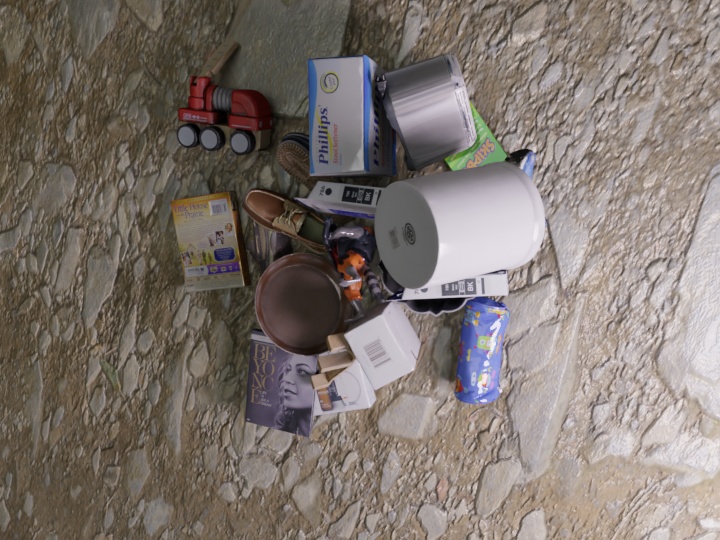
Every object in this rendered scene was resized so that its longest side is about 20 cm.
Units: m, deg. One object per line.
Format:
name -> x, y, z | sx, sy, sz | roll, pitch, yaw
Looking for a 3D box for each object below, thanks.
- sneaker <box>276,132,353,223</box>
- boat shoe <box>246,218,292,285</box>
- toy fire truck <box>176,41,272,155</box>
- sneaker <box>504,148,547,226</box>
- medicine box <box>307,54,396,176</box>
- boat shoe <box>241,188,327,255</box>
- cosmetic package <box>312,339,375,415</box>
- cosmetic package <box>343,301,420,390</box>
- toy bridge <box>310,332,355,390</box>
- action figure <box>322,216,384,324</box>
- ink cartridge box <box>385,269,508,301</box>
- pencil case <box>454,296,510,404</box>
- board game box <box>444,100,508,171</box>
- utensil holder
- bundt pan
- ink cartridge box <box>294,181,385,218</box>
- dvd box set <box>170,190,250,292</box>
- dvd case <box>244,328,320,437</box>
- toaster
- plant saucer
sneaker -> -0.081, -0.184, 1.053 | 0.070, 0.109, 0.200 | -37, 117, 15
boat shoe -> -0.185, -0.046, 1.101 | 0.073, 0.074, 0.201 | 1, 90, 26
toy fire truck -> -0.255, -0.339, 1.058 | 0.175, 0.129, 0.201 | 10, 111, 14
sneaker -> 0.279, -0.112, 0.953 | 0.089, 0.079, 0.201 | 0, 114, -9
medicine box -> -0.009, -0.255, 0.944 | 0.102, 0.200, 0.183 | 2, 99, 17
boat shoe -> -0.124, -0.097, 1.030 | 0.199, 0.074, 0.076 | 26, 80, -17
cosmetic package -> -0.083, 0.215, 1.115 | 0.199, 0.052, 0.152 | -13, 92, 18
cosmetic package -> 0.045, 0.125, 0.985 | 0.081, 0.200, 0.113 | -29, 92, 13
toy bridge -> -0.045, 0.168, 1.001 | 0.067, 0.200, 0.027 | -10, 61, -21
action figure -> 0.000, 0.000, 0.996 | 0.104, 0.194, 0.200 | -10, 138, 14
ink cartridge box -> 0.146, 0.021, 0.916 | 0.199, 0.099, 0.039 | -5, 97, 15
pencil case -> 0.225, 0.148, 1.002 | 0.086, 0.078, 0.201 | 5, 99, 8
board game box -> 0.181, -0.243, 0.984 | 0.095, 0.030, 0.201 | -35, 85, 18
utensil holder -> 0.145, -0.068, 0.818 | 0.170, 0.199, 0.171 | 29, 125, 52
bundt pan -> 0.135, -0.023, 1.003 | 0.201, 0.076, 0.203 | 3, 100, 16
ink cartridge box -> -0.006, -0.119, 0.946 | 0.199, 0.099, 0.039 | 9, 85, 24
dvd box set -> -0.317, -0.059, 1.150 | 0.145, 0.029, 0.201 | -7, 97, 17
dvd case -> -0.160, 0.228, 1.105 | 0.148, 0.016, 0.201 | 9, 99, 16
toaster -> 0.111, -0.266, 0.897 | 0.129, 0.200, 0.114 | -17, 53, 12
plant saucer -> -0.110, 0.066, 1.056 | 0.201, 0.200, 0.032 | 60, 152, 1
